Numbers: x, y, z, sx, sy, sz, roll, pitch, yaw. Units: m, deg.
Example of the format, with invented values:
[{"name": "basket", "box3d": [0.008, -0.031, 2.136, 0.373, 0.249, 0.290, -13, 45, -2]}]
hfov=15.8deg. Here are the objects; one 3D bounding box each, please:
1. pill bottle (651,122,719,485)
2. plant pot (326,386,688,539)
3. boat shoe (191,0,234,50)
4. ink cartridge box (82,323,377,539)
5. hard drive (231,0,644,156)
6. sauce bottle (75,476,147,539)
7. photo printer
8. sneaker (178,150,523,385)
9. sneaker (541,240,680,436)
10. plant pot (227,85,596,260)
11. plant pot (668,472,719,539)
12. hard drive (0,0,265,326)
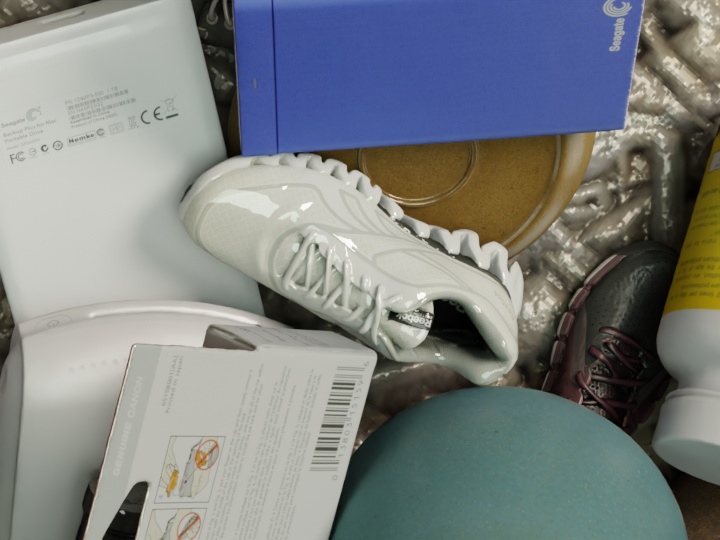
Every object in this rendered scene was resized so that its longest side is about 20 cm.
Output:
[{"name": "pill bottle", "box3d": [0.223, 0.013, 1.396, 0.111, 0.111, 0.201, 24, 72, -17]}, {"name": "plant pot", "box3d": [0.066, 0.176, 1.326, 0.199, 0.135, 0.201, 3, 108, 9]}, {"name": "boat shoe", "box3d": [-0.032, -0.141, 1.364, 0.199, 0.057, 0.067, 11, 100, -15]}, {"name": "ink cartridge box", "box3d": [-0.085, 0.126, 1.286, 0.173, 0.043, 0.201, 6, 103, -47]}, {"name": "hard drive", "box3d": [0.037, -0.108, 1.284, 0.199, 0.025, 0.132, -4, 147, -3]}, {"name": "sauce bottle", "box3d": [-0.147, 0.203, 1.336, 0.066, 0.066, 0.201, 11, 111, -15]}, {"name": "photo printer", "box3d": [-0.114, 0.111, 1.379, 0.165, 0.070, 0.201, 2, 113, -16]}, {"name": "sneaker", "box3d": [0.000, 0.000, 1.351, 0.199, 0.081, 0.075, 21, 123, -18]}, {"name": "sneaker", "box3d": [0.139, 0.086, 1.424, 0.075, 0.116, 0.201, 25, 96, -17]}, {"name": "plant pot", "box3d": [0.029, -0.066, 1.371, 0.199, 0.028, 0.201, -3, 126, -4]}, {"name": "plant pot", "box3d": [0.274, 0.141, 1.450, 0.199, 0.187, 0.188, -15, 106, 6]}, {"name": "hard drive", "box3d": [-0.132, -0.040, 1.361, 0.131, 0.026, 0.201, -16, 117, -8]}]
